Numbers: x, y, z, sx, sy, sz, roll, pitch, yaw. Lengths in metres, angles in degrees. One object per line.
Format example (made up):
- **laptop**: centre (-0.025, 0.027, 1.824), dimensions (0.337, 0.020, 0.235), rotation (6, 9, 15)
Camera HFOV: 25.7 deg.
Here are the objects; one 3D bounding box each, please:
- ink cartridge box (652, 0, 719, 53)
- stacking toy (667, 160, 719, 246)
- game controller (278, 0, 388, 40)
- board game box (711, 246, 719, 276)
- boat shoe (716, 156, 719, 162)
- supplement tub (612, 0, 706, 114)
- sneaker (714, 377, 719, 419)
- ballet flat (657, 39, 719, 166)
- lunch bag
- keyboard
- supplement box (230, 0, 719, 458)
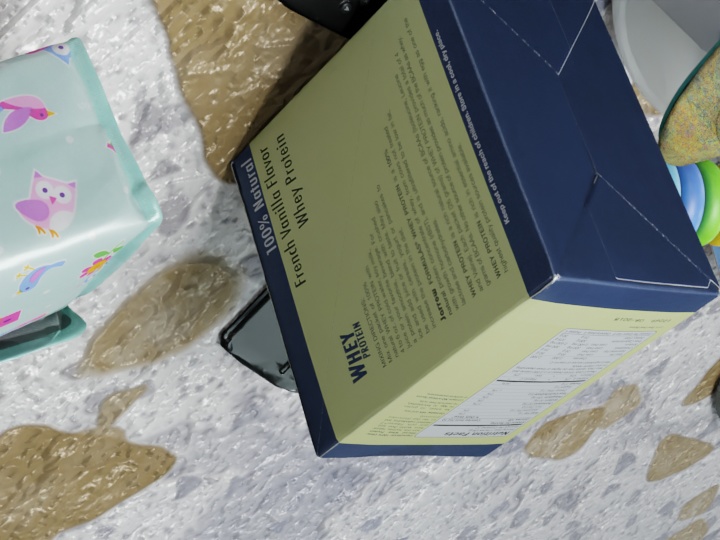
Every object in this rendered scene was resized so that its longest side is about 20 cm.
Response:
- **ink cartridge box**: centre (0.253, -0.228, 0.931), dimensions (0.199, 0.146, 0.084), rotation (-25, 144, -18)
- **stacking toy**: centre (0.246, -0.045, 1.142), dimensions (0.198, 0.086, 0.086), rotation (5, 130, -21)
- **game controller**: centre (0.032, -0.213, 0.838), dimensions (0.104, 0.042, 0.200), rotation (13, 120, -50)
- **board game box**: centre (0.406, -0.016, 1.250), dimensions (0.158, 0.200, 0.098), rotation (-23, 103, -23)
- **boat shoe**: centre (0.283, -0.111, 1.171), dimensions (0.200, 0.069, 0.072), rotation (59, 40, -75)
- **supplement tub**: centre (0.274, -0.181, 1.027), dimensions (0.199, 0.123, 0.123), rotation (-26, 144, -18)
- **sneaker**: centre (0.397, 0.106, 1.514), dimensions (0.073, 0.082, 0.201), rotation (-25, 145, -21)
- **ballet flat**: centre (0.234, -0.122, 0.852), dimensions (0.070, 0.071, 0.201), rotation (4, 129, -45)
- **lunch bag**: centre (-0.212, -0.007, 0.768), dimensions (0.169, 0.123, 0.200), rotation (-22, 171, -33)
- **keyboard**: centre (0.000, 0.000, 1.076), dimensions (0.200, 0.040, 0.104), rotation (-44, 123, 9)
- **supplement box**: centre (0.055, -0.026, 0.884), dimensions (0.133, 0.201, 0.200), rotation (6, 146, -40)
